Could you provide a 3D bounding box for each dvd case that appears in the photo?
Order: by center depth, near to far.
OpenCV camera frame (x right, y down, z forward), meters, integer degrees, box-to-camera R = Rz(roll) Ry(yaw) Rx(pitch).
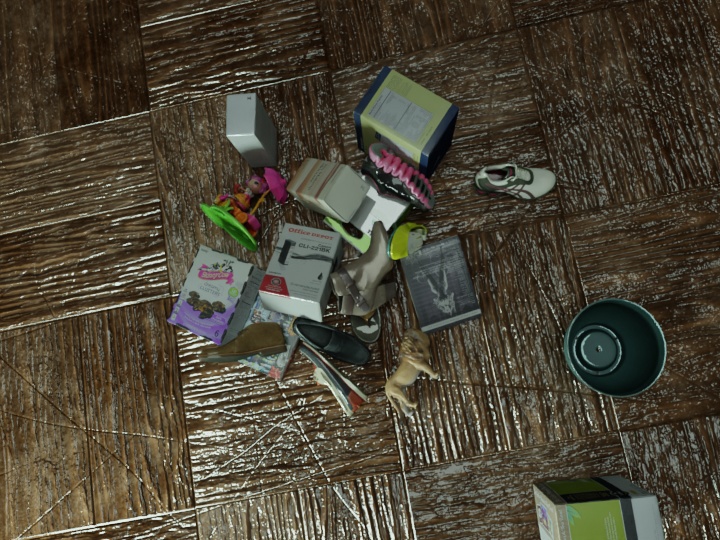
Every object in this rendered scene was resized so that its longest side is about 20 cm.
[{"bbox_3d":[0.187,0.035,1.296,0.147,0.016,0.203,-18,94,2],"label":"dvd case"}]

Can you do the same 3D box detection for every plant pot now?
[{"bbox_3d":[0.534,0.170,1.204,0.197,0.134,0.203,-1,79,5],"label":"plant pot"}]

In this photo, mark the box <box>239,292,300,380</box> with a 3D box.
[{"bbox_3d":[-0.209,0.143,1.326,0.135,0.040,0.202,22,83,8],"label":"box"}]

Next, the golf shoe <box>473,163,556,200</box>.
[{"bbox_3d":[0.371,-0.214,1.311,0.197,0.088,0.078,-2,78,4],"label":"golf shoe"}]

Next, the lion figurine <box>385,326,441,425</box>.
[{"bbox_3d":[0.107,0.239,1.266,0.122,0.072,0.201,35,89,17],"label":"lion figurine"}]

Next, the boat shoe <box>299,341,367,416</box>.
[{"bbox_3d":[-0.074,0.248,1.283,0.200,0.071,0.063,43,89,6],"label":"boat shoe"}]

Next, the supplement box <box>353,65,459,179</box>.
[{"bbox_3d":[0.104,-0.330,1.297,0.199,0.200,0.135,33,81,9],"label":"supplement box"}]

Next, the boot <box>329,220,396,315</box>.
[{"bbox_3d":[0.000,0.000,1.245,0.144,0.070,0.203,-13,94,-15],"label":"boot"}]

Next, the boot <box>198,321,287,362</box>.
[{"bbox_3d":[-0.268,0.164,1.250,0.197,0.074,0.077,-7,80,-25],"label":"boot"}]

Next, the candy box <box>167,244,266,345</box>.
[{"bbox_3d":[-0.342,0.061,1.319,0.166,0.072,0.202,18,82,22],"label":"candy box"}]

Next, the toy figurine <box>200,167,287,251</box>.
[{"bbox_3d":[-0.268,-0.175,1.363,0.199,0.151,0.185,28,69,33],"label":"toy figurine"}]

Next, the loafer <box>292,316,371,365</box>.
[{"bbox_3d":[-0.067,0.166,1.274,0.199,0.070,0.069,27,89,-5],"label":"loafer"}]

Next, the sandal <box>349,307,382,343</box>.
[{"bbox_3d":[0.016,0.071,1.308,0.080,0.055,0.203,6,87,7],"label":"sandal"}]

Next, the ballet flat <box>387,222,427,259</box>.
[{"bbox_3d":[0.114,-0.072,1.258,0.066,0.200,0.068,4,107,15],"label":"ballet flat"}]

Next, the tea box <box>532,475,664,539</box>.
[{"bbox_3d":[0.472,0.508,1.118,0.194,0.200,0.136,-6,80,5],"label":"tea box"}]

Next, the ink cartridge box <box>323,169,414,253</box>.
[{"bbox_3d":[0.028,-0.150,1.339,0.147,0.076,0.201,39,89,10],"label":"ink cartridge box"}]

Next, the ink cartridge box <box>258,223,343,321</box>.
[{"bbox_3d":[-0.133,0.000,1.283,0.142,0.084,0.202,11,55,8],"label":"ink cartridge box"}]

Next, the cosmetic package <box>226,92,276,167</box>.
[{"bbox_3d":[-0.258,-0.332,1.331,0.070,0.200,0.103,-2,79,5],"label":"cosmetic package"}]

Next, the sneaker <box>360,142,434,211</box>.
[{"bbox_3d":[0.082,-0.199,1.272,0.200,0.095,0.079,41,41,-4],"label":"sneaker"}]

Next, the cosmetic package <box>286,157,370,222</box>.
[{"bbox_3d":[-0.080,-0.192,1.291,0.104,0.087,0.199,-57,36,-7],"label":"cosmetic package"}]
